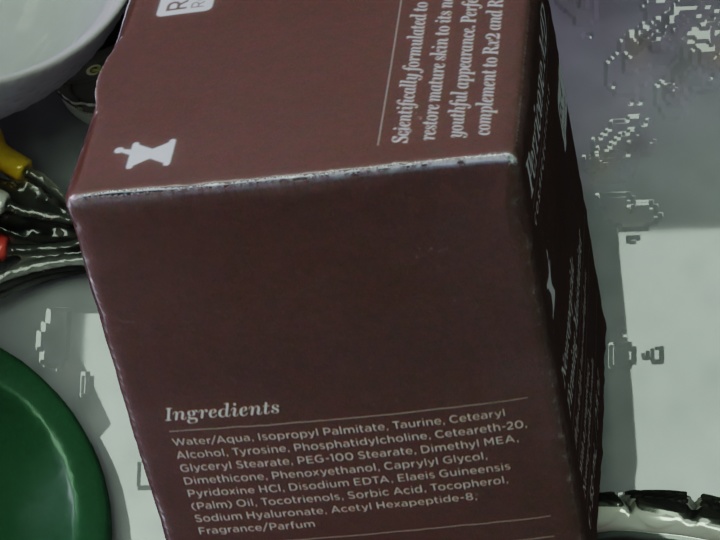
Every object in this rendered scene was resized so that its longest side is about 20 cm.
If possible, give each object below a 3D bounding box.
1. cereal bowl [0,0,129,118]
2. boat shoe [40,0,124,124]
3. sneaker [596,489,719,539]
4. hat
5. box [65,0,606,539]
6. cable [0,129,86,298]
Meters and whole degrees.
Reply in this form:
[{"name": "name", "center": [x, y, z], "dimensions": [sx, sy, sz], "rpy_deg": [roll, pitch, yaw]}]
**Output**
[{"name": "cereal bowl", "center": [-0.194, -0.141, 1.125], "dimensions": [0.199, 0.083, 0.201], "rpy_deg": [10, 61, -18]}, {"name": "boat shoe", "center": [-0.062, -0.149, 1.191], "dimensions": [0.202, 0.060, 0.072], "rpy_deg": [-45, 70, -4]}, {"name": "sneaker", "center": [0.088, 0.133, 1.087], "dimensions": [0.199, 0.077, 0.085], "rpy_deg": [-5, 89, 16]}, {"name": "hat", "center": [-0.231, 0.129, 1.167], "dimensions": [0.199, 0.176, 0.166], "rpy_deg": [1, 67, -28]}, {"name": "box", "center": [0.000, 0.000, 1.034], "dimensions": [0.163, 0.201, 0.166], "rpy_deg": [-5, 36, 11]}, {"name": "cable", "center": [-0.134, -0.017, 1.171], "dimensions": [0.199, 0.050, 0.098], "rpy_deg": [13, 74, 15]}]
